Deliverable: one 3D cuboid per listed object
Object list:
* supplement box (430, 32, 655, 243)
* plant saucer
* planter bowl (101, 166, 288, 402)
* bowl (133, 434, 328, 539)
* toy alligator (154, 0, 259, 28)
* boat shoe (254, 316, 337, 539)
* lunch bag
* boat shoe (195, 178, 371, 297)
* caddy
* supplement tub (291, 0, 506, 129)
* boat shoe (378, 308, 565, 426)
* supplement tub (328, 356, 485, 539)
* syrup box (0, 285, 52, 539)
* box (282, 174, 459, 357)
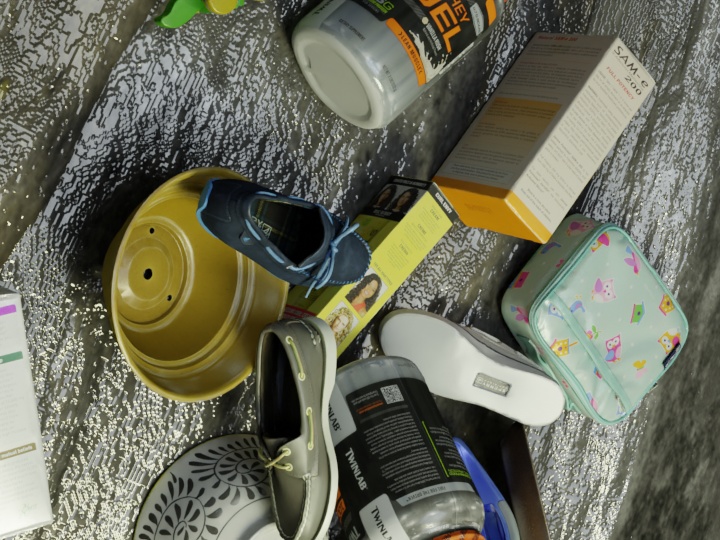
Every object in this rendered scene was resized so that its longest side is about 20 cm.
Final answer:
[{"bbox_3d":[0.175,-0.131,1.700,0.074,0.126,0.200,44,75,-31],"label":"supplement box"},{"bbox_3d":[0.170,0.246,1.752,0.032,0.200,0.201,-14,111,5],"label":"plant saucer"},{"bbox_3d":[-0.160,0.008,1.512,0.200,0.083,0.201,-10,104,-46],"label":"planter bowl"},{"bbox_3d":[-0.098,0.257,1.607,0.200,0.094,0.201,-7,102,-34],"label":"bowl"},{"bbox_3d":[-0.097,-0.264,1.528,0.200,0.059,0.054,-25,112,-28],"label":"toy alligator"},{"bbox_3d":[-0.061,0.142,1.534,0.060,0.072,0.202,-1,92,-45],"label":"boat shoe"},{"bbox_3d":[0.242,0.057,1.811,0.160,0.077,0.200,-49,122,-17],"label":"lunch bag"},{"bbox_3d":[-0.054,-0.022,1.508,0.200,0.069,0.084,14,87,-47],"label":"boat shoe"},{"bbox_3d":[0.101,0.260,1.679,0.141,0.105,0.200,41,31,-61],"label":"caddy"},{"bbox_3d":[0.045,-0.231,1.593,0.200,0.122,0.123,-44,120,-20],"label":"supplement tub"},{"bbox_3d":[0.107,0.088,1.731,0.200,0.070,0.071,22,104,-11],"label":"boat shoe"},{"bbox_3d":[0.032,0.187,1.577,0.122,0.200,0.123,-19,150,-11],"label":"supplement tub"},{"bbox_3d":[-0.313,0.114,1.440,0.081,0.079,0.201,-13,106,-31],"label":"syrup box"},{"bbox_3d":[0.000,0.000,1.638,0.200,0.075,0.050,-49,120,-16],"label":"box"}]
